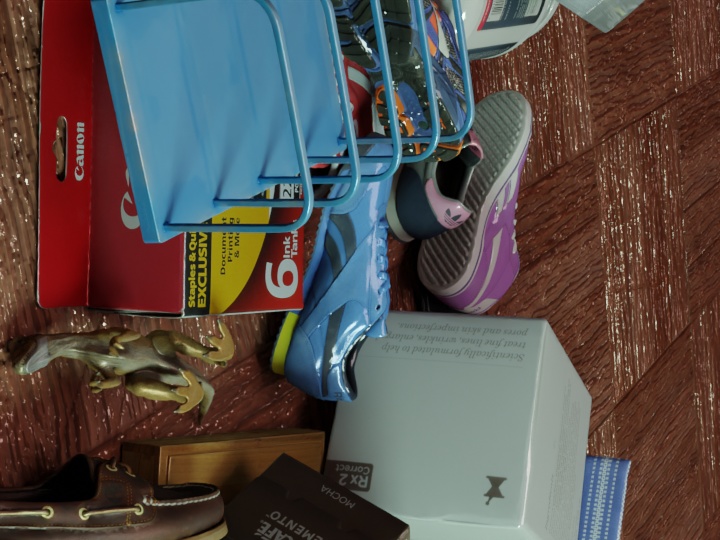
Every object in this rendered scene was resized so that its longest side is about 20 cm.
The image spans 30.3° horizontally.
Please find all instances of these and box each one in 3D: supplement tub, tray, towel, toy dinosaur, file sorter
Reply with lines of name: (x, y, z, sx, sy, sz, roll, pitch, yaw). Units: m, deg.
supplement tub: (0.076, -0.243, 1.103, 0.200, 0.139, 0.142, -22, 110, -57)
tray: (-0.092, 0.167, 0.940, 0.200, 0.037, 0.100, 6, 86, -60)
towel: (0.136, 0.230, 1.170, 0.024, 0.199, 0.146, 36, 60, -51)
toy dinosaur: (-0.125, 0.058, 0.831, 0.199, 0.106, 0.061, 25, 74, -50)
file sorter: (-0.033, -0.112, 0.780, 0.200, 0.122, 0.140, -33, 119, -52)

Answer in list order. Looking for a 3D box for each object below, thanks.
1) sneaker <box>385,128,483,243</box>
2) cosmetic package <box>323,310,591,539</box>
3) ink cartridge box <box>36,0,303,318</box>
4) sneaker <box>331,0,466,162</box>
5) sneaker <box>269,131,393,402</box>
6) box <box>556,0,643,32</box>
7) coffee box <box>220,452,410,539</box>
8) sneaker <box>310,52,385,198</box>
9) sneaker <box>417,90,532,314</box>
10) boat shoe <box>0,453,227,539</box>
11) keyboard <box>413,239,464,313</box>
sneaker: (0.077, -0.120, 1.158, 0.070, 0.082, 0.202, 30, 60, -44)
cosmetic package: (0.086, 0.145, 1.086, 0.200, 0.163, 0.166, 52, 45, -59)
ink cartridge box: (-0.114, -0.072, 0.844, 0.175, 0.083, 0.202, -2, 94, -58)
sneaker: (0.028, -0.176, 0.969, 0.201, 0.075, 0.079, 66, 34, -37)
sneaker: (0.000, 0.000, 0.992, 0.202, 0.078, 0.066, -71, 164, 6)
box: (0.136, -0.300, 1.056, 0.158, 0.048, 0.201, 22, 41, -36)
coffee box: (-0.028, 0.238, 0.922, 0.080, 0.113, 0.201, -41, 142, -35)
sneaker: (-0.034, -0.148, 0.989, 0.113, 0.071, 0.201, -48, 133, -52)
sneaker: (0.118, -0.058, 1.223, 0.114, 0.072, 0.202, 34, 76, -54)
boat shoe: (-0.158, 0.142, 0.774, 0.199, 0.070, 0.071, -5, 88, -49)
keyboard: (0.087, 0.007, 1.254, 0.127, 0.020, 0.202, -24, 113, -51)
